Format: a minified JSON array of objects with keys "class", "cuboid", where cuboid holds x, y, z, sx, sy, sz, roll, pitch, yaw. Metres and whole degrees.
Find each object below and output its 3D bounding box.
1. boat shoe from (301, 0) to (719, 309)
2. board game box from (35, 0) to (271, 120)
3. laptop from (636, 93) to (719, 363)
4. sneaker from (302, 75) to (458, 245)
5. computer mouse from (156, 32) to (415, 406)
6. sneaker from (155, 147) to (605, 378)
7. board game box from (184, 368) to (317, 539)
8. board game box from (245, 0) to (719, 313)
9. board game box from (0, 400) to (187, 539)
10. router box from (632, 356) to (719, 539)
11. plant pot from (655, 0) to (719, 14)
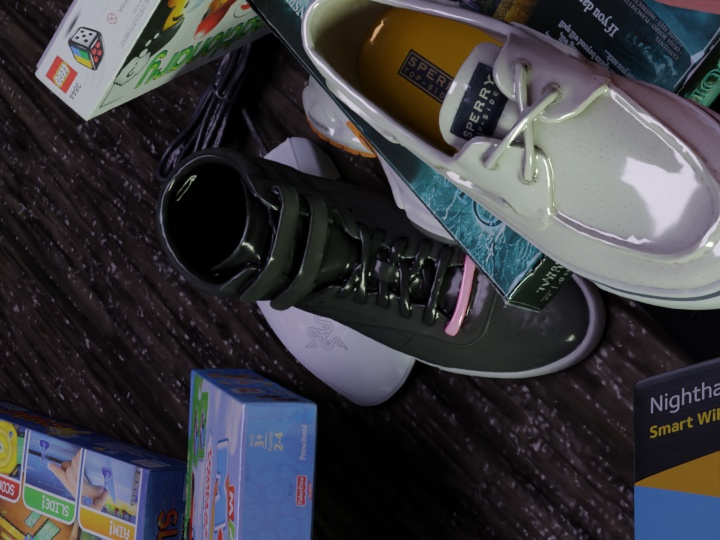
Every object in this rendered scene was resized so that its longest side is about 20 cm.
[{"class":"boat shoe","cuboid":[0.056,-0.049,0.673,0.200,0.070,0.071,36,104,36]},{"class":"board game box","cuboid":[-0.048,-0.145,0.850,0.035,0.200,0.127,41,122,7]},{"class":"laptop","cuboid":[0.143,-0.101,0.778,0.200,0.116,0.187,-43,55,3]},{"class":"sneaker","cuboid":[0.034,-0.079,0.809,0.200,0.075,0.093,36,136,48]},{"class":"computer mouse","cuboid":[-0.035,-0.024,0.938,0.110,0.044,0.201,-53,54,30]},{"class":"sneaker","cuboid":[0.000,0.000,0.829,0.198,0.099,0.071,20,99,22]},{"class":"board game box","cuboid":[-0.053,0.126,0.886,0.200,0.036,0.153,-176,89,-78]},{"class":"board game box","cuboid":[0.045,-0.101,0.753,0.136,0.028,0.200,-52,56,19]},{"class":"board game box","cuboid":[-0.168,0.153,1.076,0.199,0.034,0.137,12,98,46]},{"class":"router box","cuboid":[0.184,0.085,0.627,0.199,0.051,0.150,-19,49,30]},{"class":"plant pot","cuboid":[0.170,-0.149,0.598,0.178,0.199,0.202,1,89,37]}]
